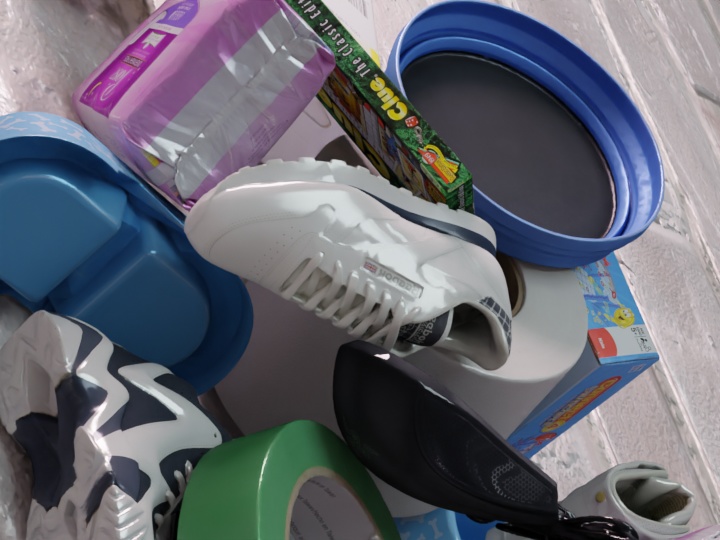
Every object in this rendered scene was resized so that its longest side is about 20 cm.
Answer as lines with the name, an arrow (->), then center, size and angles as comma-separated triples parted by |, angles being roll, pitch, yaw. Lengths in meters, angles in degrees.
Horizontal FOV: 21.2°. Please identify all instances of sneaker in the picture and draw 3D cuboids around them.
sneaker -> -0.108, 0.119, 0.983 | 0.129, 0.079, 0.199 | 17, 36, -44
sneaker -> 0.181, 0.185, 1.251 | 0.200, 0.115, 0.074 | 26, 38, -51
sneaker -> 0.000, 0.000, 1.022 | 0.200, 0.076, 0.081 | 12, 53, -31

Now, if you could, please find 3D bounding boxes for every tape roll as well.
tape roll -> 0.021, 0.032, 1.185 | 0.202, 0.139, 0.203 | 24, 37, -19
tape roll -> -0.024, 0.179, 0.982 | 0.201, 0.048, 0.201 | 54, 25, -40

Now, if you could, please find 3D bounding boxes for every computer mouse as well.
computer mouse -> 0.055, 0.111, 1.035 | 0.200, 0.053, 0.138 | 39, -12, -26

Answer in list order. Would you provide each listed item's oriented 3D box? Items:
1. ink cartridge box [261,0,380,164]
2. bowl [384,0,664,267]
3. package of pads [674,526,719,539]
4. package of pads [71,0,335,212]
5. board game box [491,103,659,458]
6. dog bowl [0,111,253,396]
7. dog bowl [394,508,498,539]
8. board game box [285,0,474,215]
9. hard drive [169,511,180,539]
ink cartridge box -> -0.060, -0.175, 1.401 | 0.145, 0.083, 0.200 | 37, 32, -37
bowl -> 0.101, -0.086, 1.221 | 0.200, 0.039, 0.201 | 20, 44, -20
package of pads -> 0.191, 0.255, 1.127 | 0.120, 0.076, 0.201 | -3, 88, -33
package of pads -> -0.096, -0.105, 1.112 | 0.076, 0.121, 0.200 | 47, -6, -19
board game box -> 0.091, 0.022, 1.315 | 0.056, 0.200, 0.196 | -4, 63, -37
dog bowl -> -0.146, -0.007, 1.032 | 0.200, 0.111, 0.050 | 42, 16, -31
dog bowl -> 0.094, 0.211, 1.272 | 0.200, 0.050, 0.112 | 40, 31, -34
board game box -> -0.003, -0.103, 1.120 | 0.200, 0.023, 0.105 | 51, -7, 19
hard drive -> -0.031, 0.224, 1.063 | 0.200, 0.033, 0.140 | 44, 29, -29
